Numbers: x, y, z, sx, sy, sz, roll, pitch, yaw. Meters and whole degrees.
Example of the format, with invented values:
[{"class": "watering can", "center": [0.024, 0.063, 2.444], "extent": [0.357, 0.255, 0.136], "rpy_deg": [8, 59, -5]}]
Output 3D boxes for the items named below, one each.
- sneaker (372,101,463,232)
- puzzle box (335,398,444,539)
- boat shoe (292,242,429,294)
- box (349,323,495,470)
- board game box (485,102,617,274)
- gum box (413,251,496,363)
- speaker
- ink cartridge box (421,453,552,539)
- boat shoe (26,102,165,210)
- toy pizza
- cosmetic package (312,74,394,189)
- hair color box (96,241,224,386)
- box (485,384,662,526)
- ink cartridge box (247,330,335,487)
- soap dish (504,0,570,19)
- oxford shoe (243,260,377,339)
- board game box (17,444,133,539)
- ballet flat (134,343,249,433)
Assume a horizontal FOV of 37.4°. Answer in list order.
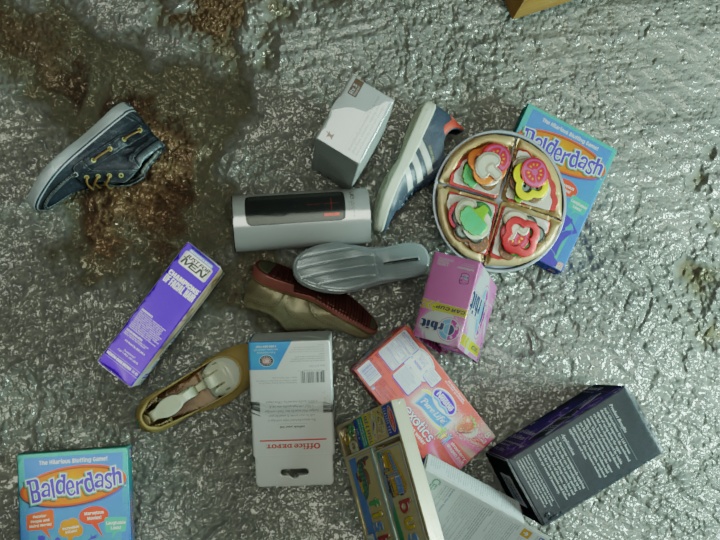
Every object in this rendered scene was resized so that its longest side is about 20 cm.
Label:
[{"class": "sneaker", "center": [0.086, -0.138, 1.531], "extent": [0.084, 0.075, 0.202], "rpy_deg": [26, 88, -10]}, {"class": "puzzle box", "center": [0.038, 0.286, 1.419], "extent": [0.025, 0.133, 0.203], "rpy_deg": [-3, 70, -41]}, {"class": "boat shoe", "center": [0.000, 0.000, 1.506], "extent": [0.196, 0.062, 0.073], "rpy_deg": [-2, 76, -11]}, {"class": "box", "center": [0.085, 0.184, 1.491], "extent": [0.102, 0.095, 0.201], "rpy_deg": [-39, 90, -6]}, {"class": "board game box", "center": [0.266, -0.119, 1.556], "extent": [0.150, 0.045, 0.202], "rpy_deg": [26, 83, -2]}, {"class": "gum box", "center": [0.134, 0.055, 1.459], "extent": [0.065, 0.200, 0.115], "rpy_deg": [13, 83, 16]}, {"class": "speaker", "center": [-0.083, -0.072, 1.507], "extent": [0.196, 0.081, 0.083], "rpy_deg": [-3, 85, -5]}, {"class": "ink cartridge box", "center": [0.130, 0.371, 1.456], "extent": [0.198, 0.043, 0.198], "rpy_deg": [28, 120, -3]}, {"class": "boat shoe", "center": [-0.369, -0.139, 1.490], "extent": [0.091, 0.071, 0.200], "rpy_deg": [44, 81, 4]}, {"class": "toy pizza", "center": [0.200, -0.099, 1.504], "extent": [0.196, 0.032, 0.204], "rpy_deg": [0, 88, -8]}, {"class": "cosmetic package", "center": [-0.013, -0.183, 1.460], "extent": [0.073, 0.200, 0.103], "rpy_deg": [29, 84, -2]}, {"class": "hair color box", "center": [-0.271, 0.062, 1.464], "extent": [0.064, 0.109, 0.201], "rpy_deg": [35, 84, -1]}, {"class": "box", "center": [0.293, 0.252, 1.478], "extent": [0.198, 0.148, 0.105], "rpy_deg": [-30, 88, -8]}, {"class": "ink cartridge box", "center": [-0.093, 0.191, 1.474], "extent": [0.114, 0.068, 0.204], "rpy_deg": [-1, 97, 1]}, {"class": "soap dish", "center": [0.291, -0.479, 1.571], "extent": [0.197, 0.081, 0.160], "rpy_deg": [-19, 87, -7]}, {"class": "oxford shoe", "center": [-0.072, 0.057, 1.514], "extent": [0.198, 0.071, 0.076], "rpy_deg": [26, 111, -4]}, {"class": "board game box", "center": [-0.387, 0.347, 1.455], "extent": [0.149, 0.045, 0.204], "rpy_deg": [-4, 85, -5]}, {"class": "ballet flat", "center": [-0.223, 0.169, 1.482], "extent": [0.198, 0.063, 0.069], "rpy_deg": [-32, 89, -7]}]
